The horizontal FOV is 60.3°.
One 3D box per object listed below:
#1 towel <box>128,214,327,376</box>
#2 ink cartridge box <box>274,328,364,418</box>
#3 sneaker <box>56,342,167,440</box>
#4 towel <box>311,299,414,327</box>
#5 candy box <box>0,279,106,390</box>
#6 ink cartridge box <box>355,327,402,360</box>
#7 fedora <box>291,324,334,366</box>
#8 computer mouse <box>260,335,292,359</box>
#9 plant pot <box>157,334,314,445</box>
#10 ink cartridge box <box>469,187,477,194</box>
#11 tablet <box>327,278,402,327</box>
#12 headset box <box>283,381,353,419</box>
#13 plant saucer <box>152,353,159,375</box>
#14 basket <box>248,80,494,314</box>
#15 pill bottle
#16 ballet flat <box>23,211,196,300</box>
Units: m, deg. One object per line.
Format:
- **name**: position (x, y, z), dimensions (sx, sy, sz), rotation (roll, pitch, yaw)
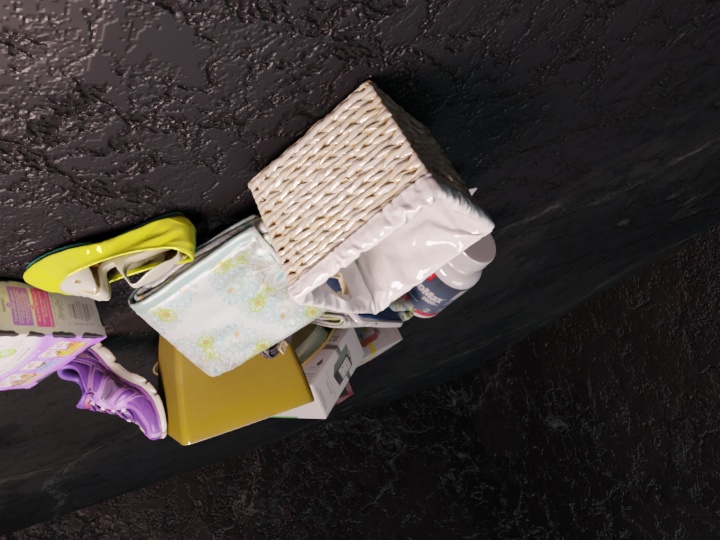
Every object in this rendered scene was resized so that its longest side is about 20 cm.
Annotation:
- **towel**: position (-0.158, 0.040, 0.776), dimensions (0.198, 0.048, 0.172), rotation (-30, 128, 6)
- **ink cartridge box**: position (-0.099, 0.202, 1.264), dimensions (0.143, 0.085, 0.201), rotation (-8, -152, 30)
- **sneaker**: position (-0.370, 0.192, 0.922), dimensions (0.083, 0.198, 0.081), rotation (-41, 159, -47)
- **towel**: position (-0.027, 0.066, 1.082), dimensions (0.169, 0.049, 0.198), rotation (9, -175, 38)
- **candy box**: position (-0.440, 0.081, 0.735), dimensions (0.166, 0.073, 0.199), rotation (-30, 162, 20)
- **ink cartridge box**: position (-0.017, 0.186, 1.482), dimensions (0.198, 0.084, 0.145), rotation (-18, 165, -48)
- **fedora**: position (-0.138, 0.135, 1.173), dimensions (0.199, 0.082, 0.201), rotation (-36, -169, 8)
- **computer mouse**: position (-0.177, 0.042, 0.865), dimensions (0.198, 0.112, 0.044), rotation (29, 158, -25)
- **plant pot**: position (-0.211, 0.135, 0.946), dimensions (0.197, 0.180, 0.199), rotation (-14, 180, -28)
- **ink cartridge box**: position (0.066, -0.076, 0.965), dimensions (0.171, 0.044, 0.201), rotation (-17, 160, -22)
- **tablet**: position (-0.035, 0.008, 0.844), dimensions (0.014, 0.200, 0.129), rotation (-53, 153, 14)
- **headset box**: position (-0.117, 0.258, 1.504), dimensions (0.198, 0.151, 0.075), rotation (-3, 153, -45)
- **plant saucer**: position (-0.287, 0.137, 1.138), dimensions (0.197, 0.036, 0.201), rotation (-22, 162, -8)
- **basket**: position (0.015, -0.072, 0.700), dimensions (0.199, 0.163, 0.197), rotation (-35, 159, 20)
- **pill bottle**: position (0.155, -0.006, 1.148), dimensions (0.118, 0.121, 0.200), rotation (-10, 157, -34)
- **ballet flat**: position (-0.279, -0.005, 0.699), dimensions (0.197, 0.068, 0.067), rotation (-21, 160, -8)
